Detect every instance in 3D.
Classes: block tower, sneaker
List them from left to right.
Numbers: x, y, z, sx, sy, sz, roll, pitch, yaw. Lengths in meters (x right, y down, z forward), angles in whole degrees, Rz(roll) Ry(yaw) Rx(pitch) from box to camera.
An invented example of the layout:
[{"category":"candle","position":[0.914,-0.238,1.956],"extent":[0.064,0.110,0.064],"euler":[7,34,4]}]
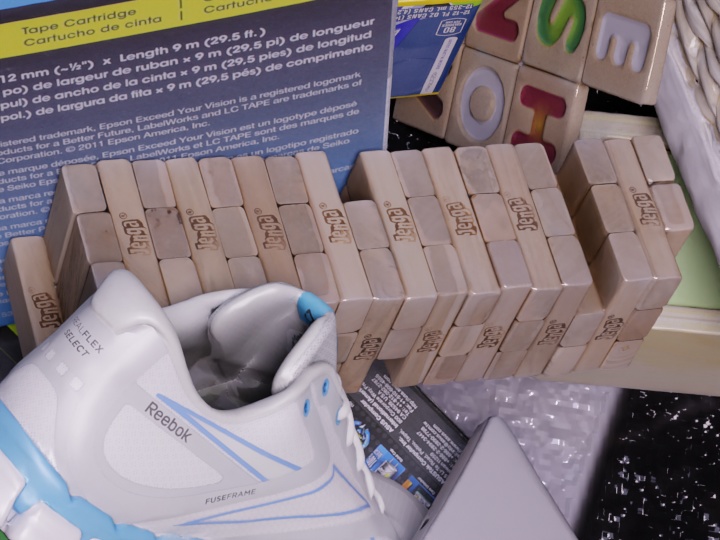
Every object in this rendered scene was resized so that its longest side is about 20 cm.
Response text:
[{"category":"sneaker","position":[-0.023,0.050,0.725],"extent":[0.075,0.200,0.087],"euler":[43,101,32]},{"category":"block tower","position":[0.000,0.000,0.773],"extent":[0.199,0.058,0.054],"euler":[-5,57,-20]}]

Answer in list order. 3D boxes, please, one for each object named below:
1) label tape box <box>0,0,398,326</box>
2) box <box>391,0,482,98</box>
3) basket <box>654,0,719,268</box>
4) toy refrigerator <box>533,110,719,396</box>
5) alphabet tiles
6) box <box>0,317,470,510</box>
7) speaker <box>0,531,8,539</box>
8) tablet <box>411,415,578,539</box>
[{"category":"label tape box","position":[-0.066,-0.068,0.745],"extent":[0.142,0.200,0.066],"euler":[-11,58,-9]},{"category":"box","position":[-0.066,-0.091,0.842],"extent":[0.199,0.070,0.065],"euler":[-7,67,-15]},{"category":"basket","position":[0.204,-0.098,0.819],"extent":[0.197,0.161,0.201],"euler":[-2,52,-21]},{"category":"toy refrigerator","position":[0.161,0.000,0.888],"extent":[0.199,0.070,0.076],"euler":[6,69,-11]},{"category":"alphabet tiles","position":[0.057,-0.136,0.853],"extent":[0.008,0.167,0.201],"euler":[4,103,-34]},{"category":"box","position":[-0.061,0.091,0.822],"extent":[0.200,0.048,0.193],"euler":[44,70,4]},{"category":"speaker","position":[-0.036,0.144,0.740],"extent":[0.200,0.088,0.089],"euler":[38,68,2]},{"category":"tablet","position":[0.077,0.148,0.775],"extent":[0.201,0.014,0.130],"euler":[57,24,-8]}]
